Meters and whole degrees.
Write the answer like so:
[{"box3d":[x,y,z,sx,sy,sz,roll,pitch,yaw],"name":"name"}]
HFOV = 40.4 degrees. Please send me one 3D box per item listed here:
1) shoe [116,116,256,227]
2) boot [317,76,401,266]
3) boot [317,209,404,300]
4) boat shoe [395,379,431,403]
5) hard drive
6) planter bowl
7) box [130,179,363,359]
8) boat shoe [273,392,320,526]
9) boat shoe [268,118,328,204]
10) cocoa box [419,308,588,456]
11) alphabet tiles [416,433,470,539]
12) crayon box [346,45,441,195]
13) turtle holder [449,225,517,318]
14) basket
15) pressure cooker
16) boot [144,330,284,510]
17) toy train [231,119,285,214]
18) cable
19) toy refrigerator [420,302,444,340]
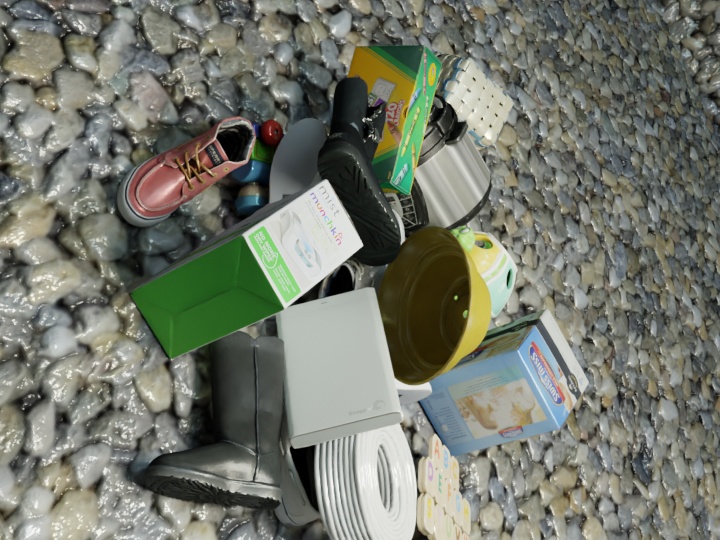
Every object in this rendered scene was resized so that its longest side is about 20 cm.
[{"box3d":[-0.206,-0.126,1.180,0.072,0.091,0.200,57,38,-11],"name":"shoe"},{"box3d":[0.009,-0.130,1.263,0.169,0.076,0.201,-77,150,-46],"name":"boot"},{"box3d":[0.000,0.000,1.306,0.096,0.073,0.201,41,66,-69],"name":"boot"},{"box3d":[0.020,0.139,1.328,0.200,0.073,0.066,21,46,-54],"name":"boat shoe"},{"box3d":[-0.030,0.112,1.179,0.201,0.131,0.026,-102,177,-46],"name":"hard drive"},{"box3d":[0.108,0.050,1.244,0.083,0.200,0.202,11,62,-32],"name":"planter bowl"},{"box3d":[-0.130,-0.004,1.120,0.097,0.199,0.176,60,37,-8],"name":"box"},{"box3d":[-0.075,0.203,1.182,0.073,0.065,0.202,3,68,-49],"name":"boat shoe"},{"box3d":[-0.077,-0.092,1.260,0.066,0.069,0.202,34,63,-72],"name":"boat shoe"},{"box3d":[0.201,0.167,1.424,0.131,0.199,0.134,-38,101,-51],"name":"cocoa box"},{"box3d":[0.116,0.333,1.327,0.200,0.014,0.197,54,33,-50],"name":"alphabet tiles"},{"box3d":[0.030,-0.211,1.368,0.058,0.118,0.202,28,74,-55],"name":"crayon box"},{"box3d":[0.153,-0.002,1.460,0.186,0.131,0.141,52,1,-29],"name":"turtle holder"},{"box3d":[0.139,-0.267,1.595,0.176,0.199,0.140,36,70,-33],"name":"basket"},{"box3d":[0.083,-0.167,1.469,0.200,0.175,0.179,55,6,-31],"name":"pressure cooker"},{"box3d":[-0.160,0.157,1.103,0.164,0.066,0.201,21,54,-33],"name":"boot"},{"box3d":[-0.096,-0.124,1.331,0.199,0.084,0.117,13,75,-51],"name":"toy train"},{"box3d":[0.008,0.257,1.187,0.200,0.069,0.201,-61,137,-63],"name":"cable"},{"box3d":[0.060,0.026,1.379,0.076,0.070,0.201,13,41,-58],"name":"toy refrigerator"}]
